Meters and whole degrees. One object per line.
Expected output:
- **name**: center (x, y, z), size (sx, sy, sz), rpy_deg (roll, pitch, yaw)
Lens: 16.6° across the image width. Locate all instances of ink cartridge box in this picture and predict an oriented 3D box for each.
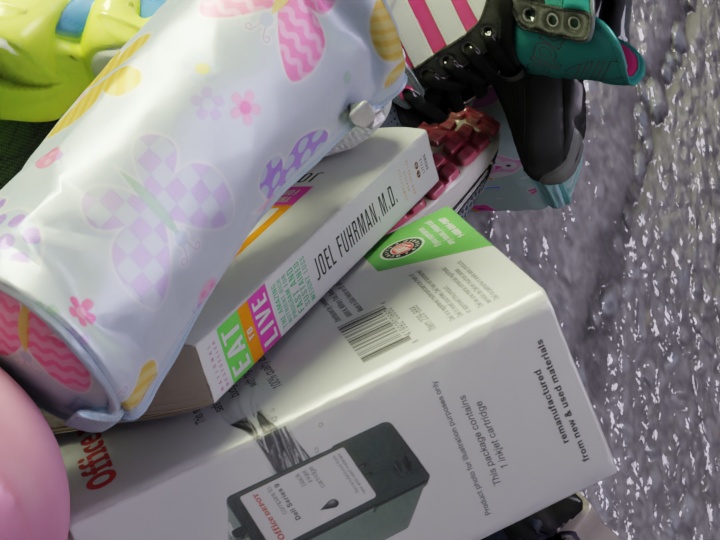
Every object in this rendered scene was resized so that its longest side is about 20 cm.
- **ink cartridge box**: center (-0.022, 0.066, 0.970), size (0.146, 0.200, 0.084), rpy_deg (-130, -165, -70)

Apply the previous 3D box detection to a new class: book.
- **book**: center (-0.068, 0.000, 1.012), size (0.200, 0.133, 0.048), rpy_deg (-46, 125, -52)

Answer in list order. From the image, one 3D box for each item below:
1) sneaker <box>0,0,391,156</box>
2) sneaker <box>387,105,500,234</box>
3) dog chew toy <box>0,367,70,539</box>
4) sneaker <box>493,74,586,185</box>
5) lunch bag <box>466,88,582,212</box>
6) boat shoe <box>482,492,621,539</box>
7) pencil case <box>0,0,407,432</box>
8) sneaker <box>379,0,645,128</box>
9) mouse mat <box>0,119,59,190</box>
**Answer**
- **sneaker**: center (-0.082, -0.109, 1.012), size (0.200, 0.076, 0.105), rpy_deg (9, 57, -23)
- **sneaker**: center (0.000, 0.000, 1.159), size (0.200, 0.081, 0.075), rpy_deg (-53, 139, -22)
- **dog chew toy**: center (-0.187, 0.108, 0.823), size (0.200, 0.124, 0.125), rpy_deg (-46, 120, -42)
- **sneaker**: center (0.059, -0.132, 1.170), size (0.075, 0.079, 0.200), rpy_deg (85, -6, -73)
- **lunch bag**: center (0.074, -0.135, 1.289), size (0.160, 0.077, 0.200), rpy_deg (43, 46, -71)
- **boat shoe**: center (0.080, 0.148, 1.268), size (0.075, 0.093, 0.200), rpy_deg (46, -1, 22)
- **pencil case**: center (-0.066, -0.037, 0.899), size (0.091, 0.083, 0.200), rpy_deg (49, 61, -20)
- **sneaker**: center (0.062, -0.097, 1.090), size (0.200, 0.121, 0.084), rpy_deg (-64, 162, 8)
- **mouse mat**: center (-0.177, -0.089, 0.991), size (0.200, 0.008, 0.161), rpy_deg (-49, 121, -49)
